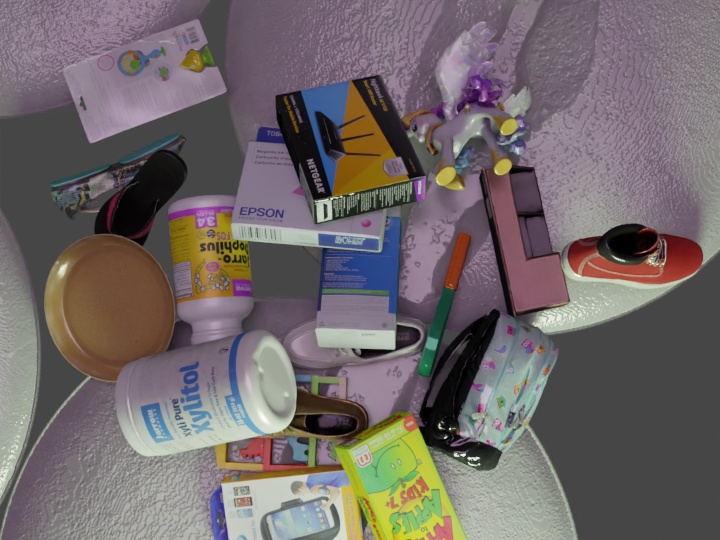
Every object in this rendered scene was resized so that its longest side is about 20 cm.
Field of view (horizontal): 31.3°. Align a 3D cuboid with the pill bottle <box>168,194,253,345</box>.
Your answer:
[{"bbox_3d":[-0.197,0.005,1.709,0.104,0.104,0.200,-7,84,3],"label":"pill bottle"}]

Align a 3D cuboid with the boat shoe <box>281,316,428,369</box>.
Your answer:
[{"bbox_3d":[-0.010,0.095,1.705,0.200,0.066,0.072,-1,84,4],"label":"boat shoe"}]

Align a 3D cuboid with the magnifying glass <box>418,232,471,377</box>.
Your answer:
[{"bbox_3d":[0.111,0.045,1.705,0.022,0.080,0.200,17,75,8],"label":"magnifying glass"}]

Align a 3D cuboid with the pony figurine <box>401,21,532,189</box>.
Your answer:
[{"bbox_3d":[0.142,-0.198,1.671,0.193,0.200,0.167,-38,125,5],"label":"pony figurine"}]

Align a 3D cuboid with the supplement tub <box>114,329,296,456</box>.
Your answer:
[{"bbox_3d":[-0.194,0.157,1.629,0.200,0.132,0.132,-15,83,20],"label":"supplement tub"}]

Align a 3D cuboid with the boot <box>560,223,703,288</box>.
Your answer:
[{"bbox_3d":[0.375,-0.023,1.632,0.200,0.144,0.073,-1,79,-20],"label":"boot"}]

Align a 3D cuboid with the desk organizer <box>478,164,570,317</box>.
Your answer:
[{"bbox_3d":[0.217,-0.042,1.703,0.077,0.072,0.200,-11,84,0],"label":"desk organizer"}]

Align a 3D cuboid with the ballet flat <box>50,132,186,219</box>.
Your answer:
[{"bbox_3d":[-0.323,-0.124,1.758,0.200,0.074,0.074,-21,83,3],"label":"ballet flat"}]

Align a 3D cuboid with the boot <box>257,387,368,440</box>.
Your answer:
[{"bbox_3d":[-0.092,0.188,1.676,0.200,0.075,0.074,3,89,8],"label":"boot"}]

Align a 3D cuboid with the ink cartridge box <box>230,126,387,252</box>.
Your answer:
[{"bbox_3d":[-0.059,-0.120,1.698,0.196,0.043,0.200,4,56,5],"label":"ink cartridge box"}]

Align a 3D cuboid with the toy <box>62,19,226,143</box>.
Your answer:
[{"bbox_3d":[-0.295,-0.257,1.772,0.200,0.047,0.115,-22,80,-2],"label":"toy"}]

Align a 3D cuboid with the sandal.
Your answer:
[{"bbox_3d":[-0.301,-0.081,1.707,0.075,0.045,0.200,36,124,-9],"label":"sandal"}]

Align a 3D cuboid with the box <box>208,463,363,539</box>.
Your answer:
[{"bbox_3d":[-0.100,0.325,1.691,0.200,0.041,0.119,-7,95,1],"label":"box"}]

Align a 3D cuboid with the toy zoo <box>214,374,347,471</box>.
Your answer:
[{"bbox_3d":[-0.120,0.204,1.724,0.200,0.020,0.131,1,84,4],"label":"toy zoo"}]

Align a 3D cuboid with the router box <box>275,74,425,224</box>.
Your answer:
[{"bbox_3d":[-0.016,-0.161,1.668,0.149,0.051,0.200,-13,52,-11],"label":"router box"}]

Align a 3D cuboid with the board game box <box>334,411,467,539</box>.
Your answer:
[{"bbox_3d":[0.056,0.294,1.646,0.101,0.048,0.200,-26,97,-24],"label":"board game box"}]

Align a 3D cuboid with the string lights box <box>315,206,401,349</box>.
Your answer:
[{"bbox_3d":[0.000,0.000,1.683,0.103,0.059,0.200,2,62,4],"label":"string lights box"}]

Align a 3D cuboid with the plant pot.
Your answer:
[{"bbox_3d":[-0.333,0.049,1.726,0.200,0.027,0.200,3,98,20],"label":"plant pot"}]

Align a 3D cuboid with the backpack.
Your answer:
[{"bbox_3d":[0.166,0.154,1.655,0.126,0.167,0.200,28,83,-10],"label":"backpack"}]
